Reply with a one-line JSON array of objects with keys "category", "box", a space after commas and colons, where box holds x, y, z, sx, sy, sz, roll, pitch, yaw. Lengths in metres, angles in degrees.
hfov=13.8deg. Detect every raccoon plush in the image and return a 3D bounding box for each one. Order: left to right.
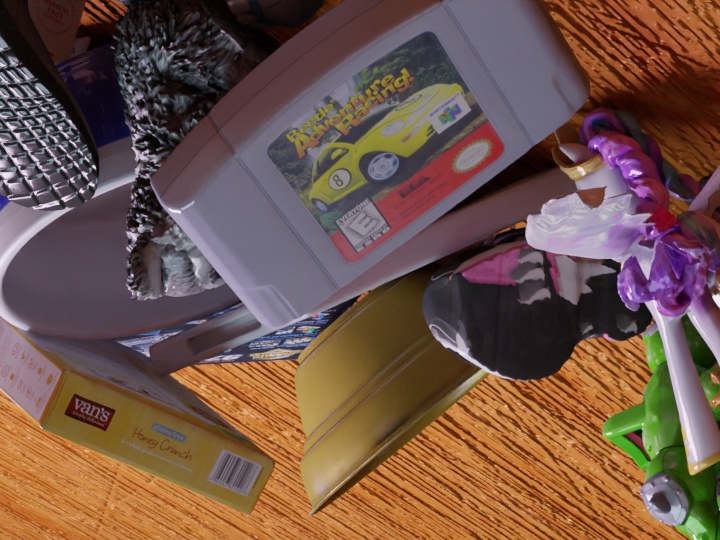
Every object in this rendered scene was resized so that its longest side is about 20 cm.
[{"category": "raccoon plush", "box": [-0.109, -0.079, 1.467, 0.200, 0.134, 0.097, 44, -169, 18]}]

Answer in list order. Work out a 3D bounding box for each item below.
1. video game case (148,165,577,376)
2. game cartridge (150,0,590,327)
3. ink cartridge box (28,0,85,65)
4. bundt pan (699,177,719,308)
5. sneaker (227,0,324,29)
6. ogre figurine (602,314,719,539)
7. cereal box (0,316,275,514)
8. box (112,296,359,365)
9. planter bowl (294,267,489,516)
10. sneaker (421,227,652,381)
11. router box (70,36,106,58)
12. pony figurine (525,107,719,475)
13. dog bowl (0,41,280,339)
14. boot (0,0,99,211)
[{"category": "video game case", "box": [0.000, 0.000, 1.683, 0.199, 0.023, 0.182, -24, -179, -33]}, {"category": "game cartridge", "box": [0.005, -0.067, 1.393, 0.041, 0.200, 0.133, 55, -178, 43]}, {"category": "ink cartridge box", "box": [-0.232, -0.132, 1.618, 0.115, 0.068, 0.199, 28, 155, -34]}, {"category": "bundt pan", "box": [0.272, 0.014, 1.639, 0.201, 0.076, 0.202, 13, 158, 5]}, {"category": "sneaker", "box": [-0.027, -0.172, 1.389, 0.086, 0.075, 0.200, 0, 159, 11]}, {"category": "ogre figurine", "box": [0.211, 0.103, 1.728, 0.120, 0.201, 0.098, 30, 155, -29]}, {"category": "cereal box", "box": [-0.149, 0.067, 1.679, 0.143, 0.040, 0.200, 25, -177, -29]}, {"category": "box", "box": [-0.110, 0.019, 1.848, 0.199, 0.046, 0.159, -3, 163, -15]}, {"category": "planter bowl", "box": [0.020, 0.057, 1.838, 0.084, 0.200, 0.200, 50, 158, 5]}, {"category": "sneaker", "box": [0.088, 0.014, 1.683, 0.086, 0.081, 0.200, 12, -172, 35]}, {"category": "router box", "box": [-0.181, -0.073, 1.753, 0.199, 0.051, 0.149, -5, 153, 41]}, {"category": "pony figurine", "box": [0.164, -0.009, 1.515, 0.166, 0.201, 0.193, -26, 173, -14]}, {"category": "dog bowl", "box": [-0.112, -0.044, 1.598, 0.199, 0.079, 0.200, -16, 157, -7]}, {"category": "boot", "box": [-0.172, -0.136, 1.459, 0.067, 0.131, 0.200, -9, 134, 22]}]
